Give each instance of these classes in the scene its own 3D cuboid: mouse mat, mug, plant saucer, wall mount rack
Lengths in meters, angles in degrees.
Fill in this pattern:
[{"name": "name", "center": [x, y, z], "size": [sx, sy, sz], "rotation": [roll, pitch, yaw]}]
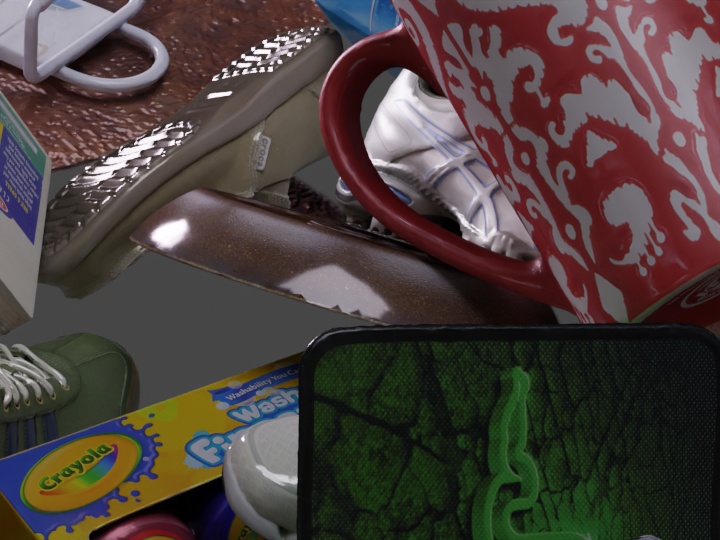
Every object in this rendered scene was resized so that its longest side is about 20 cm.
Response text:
[{"name": "mouse mat", "center": [0.054, 0.119, 0.872], "size": [0.160, 0.202, 0.008], "rotation": [-1, 6, -18]}, {"name": "mug", "center": [0.089, -0.064, 0.981], "size": [0.133, 0.178, 0.201], "rotation": [-14, 68, -35]}, {"name": "plant saucer", "center": [0.000, 0.000, 1.068], "size": [0.199, 0.032, 0.200], "rotation": [17, 2, -1]}, {"name": "wall mount rack", "center": [-0.173, -0.175, 1.324], "size": [0.199, 0.075, 0.174], "rotation": [23, 39, 19]}]

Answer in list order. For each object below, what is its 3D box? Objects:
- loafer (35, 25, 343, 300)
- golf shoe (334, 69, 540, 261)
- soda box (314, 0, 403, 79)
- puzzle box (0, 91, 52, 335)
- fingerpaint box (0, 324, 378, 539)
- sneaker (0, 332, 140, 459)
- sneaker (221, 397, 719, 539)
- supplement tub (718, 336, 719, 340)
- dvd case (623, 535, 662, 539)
[{"name": "loafer", "center": [-0.071, -0.042, 1.168], "size": [0.200, 0.069, 0.076], "rotation": [-39, 20, -27]}, {"name": "golf shoe", "center": [0.076, -0.044, 1.070], "size": [0.199, 0.098, 0.078], "rotation": [20, 3, 38]}, {"name": "soda box", "center": [0.079, -0.093, 1.164], "size": [0.200, 0.068, 0.064], "rotation": [34, 86, 25]}, {"name": "puzzle box", "center": [-0.202, -0.080, 1.077], "size": [0.025, 0.200, 0.133], "rotation": [-26, 31, 14]}, {"name": "fingerpaint box", "center": [-0.023, 0.117, 0.962], "size": [0.199, 0.074, 0.167], "rotation": [-18, 43, -31]}, {"name": "sneaker", "center": [-0.154, 0.062, 1.000], "size": [0.067, 0.090, 0.200], "rotation": [24, 39, 23]}, {"name": "sneaker", "center": [0.047, 0.064, 0.919], "size": [0.199, 0.081, 0.075], "rotation": [0, 40, -13]}, {"name": "supplement tub", "center": [0.235, 0.070, 1.007], "size": [0.145, 0.146, 0.200], "rotation": [-10, 40, -22]}, {"name": "dvd case", "center": [0.017, 0.175, 0.843], "size": [0.199, 0.147, 0.022], "rotation": [-6, 6, -16]}]
